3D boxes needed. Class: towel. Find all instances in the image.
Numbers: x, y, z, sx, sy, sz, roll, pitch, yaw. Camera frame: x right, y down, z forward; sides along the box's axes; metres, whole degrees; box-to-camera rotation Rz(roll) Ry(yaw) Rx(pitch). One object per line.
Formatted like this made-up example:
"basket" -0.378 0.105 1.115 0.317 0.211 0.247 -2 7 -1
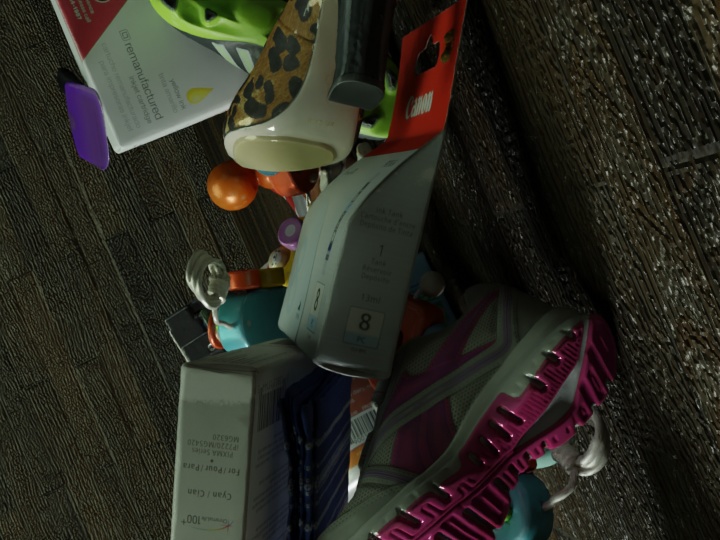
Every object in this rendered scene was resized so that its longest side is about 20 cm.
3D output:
"towel" -0.026 0.155 0.645 0.145 0.024 0.202 -30 -57 -81

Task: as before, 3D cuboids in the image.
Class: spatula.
"spatula" -0.204 -0.120 0.812 0.200 0.020 0.057 -132 34 -63

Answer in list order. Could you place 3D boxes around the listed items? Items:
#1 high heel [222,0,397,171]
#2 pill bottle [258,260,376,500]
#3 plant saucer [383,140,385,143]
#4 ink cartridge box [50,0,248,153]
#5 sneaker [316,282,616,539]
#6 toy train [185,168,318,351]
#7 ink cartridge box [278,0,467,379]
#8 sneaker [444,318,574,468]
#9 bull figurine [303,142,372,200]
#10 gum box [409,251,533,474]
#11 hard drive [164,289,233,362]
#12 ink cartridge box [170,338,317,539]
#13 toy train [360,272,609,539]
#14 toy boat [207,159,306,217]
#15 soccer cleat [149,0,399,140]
"high heel" -0.026 -0.141 0.661 0.200 0.071 0.144 -23 57 61
"pill bottle" -0.014 0.081 0.916 0.112 0.111 0.201 88 157 -67
"plant saucer" 0.000 0.000 0.843 0.070 0.019 0.202 115 171 -77
"ink cartridge box" -0.119 -0.193 0.842 0.146 0.199 0.083 67 168 -9
"sneaker" 0.042 0.089 0.590 0.088 0.200 0.081 36 168 44
"toy train" -0.073 -0.022 0.782 0.151 0.055 0.201 61 -143 -33
"ink cartridge box" 0.002 -0.050 0.641 0.160 0.047 0.202 -159 81 -79
"sneaker" 0.095 0.101 0.782 0.140 0.078 0.200 49 171 -38
"bull figurine" -0.053 -0.147 0.992 0.201 0.065 0.121 62 165 5
"gum box" 0.072 0.105 0.967 0.170 0.044 0.201 97 148 -72
"hard drive" -0.081 0.104 0.943 0.201 0.038 0.140 59 -167 -4
"ink cartridge box" -0.056 0.134 0.641 0.200 0.044 0.178 1 -88 -80
"toy train" 0.047 0.094 0.665 0.200 0.055 0.152 33 110 49
"toy boat" -0.094 -0.104 1.134 0.200 0.130 0.131 -129 18 -58
"soccer cleat" -0.052 -0.154 0.770 0.199 0.068 0.081 30 -179 -5
